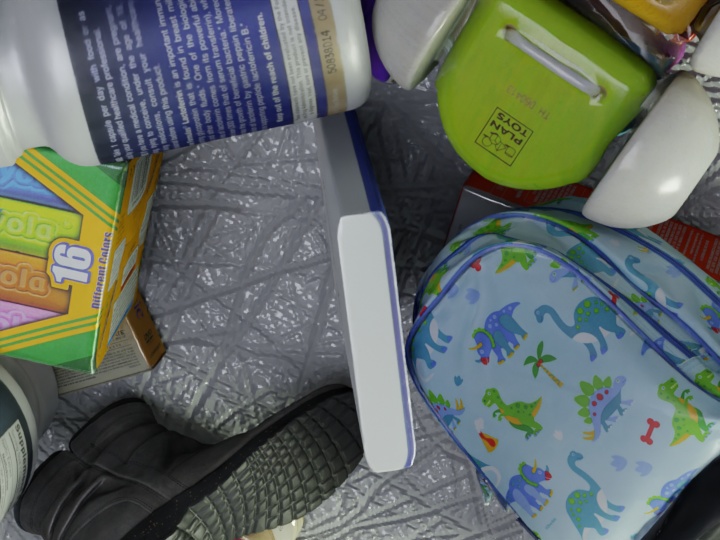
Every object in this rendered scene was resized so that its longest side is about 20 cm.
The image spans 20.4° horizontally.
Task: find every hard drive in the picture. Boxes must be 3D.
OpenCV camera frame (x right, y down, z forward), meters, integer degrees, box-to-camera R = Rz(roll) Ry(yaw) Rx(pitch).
[{"bbox_3d":[0.000,0.000,1.027,0.025,0.200,0.132,-8,111,-2],"label":"hard drive"}]

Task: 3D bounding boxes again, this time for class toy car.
[{"bbox_3d":[0.117,-0.133,0.962,0.175,0.150,0.200,34,113,4],"label":"toy car"}]

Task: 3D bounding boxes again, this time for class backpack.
[{"bbox_3d":[0.117,0.054,0.977,0.163,0.154,0.200,-50,60,35],"label":"backpack"}]

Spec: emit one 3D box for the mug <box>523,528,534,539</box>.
[{"bbox_3d":[0.185,0.192,1.093,0.153,0.149,0.187,-13,118,12],"label":"mug"}]

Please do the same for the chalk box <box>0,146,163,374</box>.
[{"bbox_3d":[-0.218,-0.038,1.076,0.200,0.125,0.124,12,109,2],"label":"chalk box"}]

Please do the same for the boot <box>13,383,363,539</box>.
[{"bbox_3d":[-0.100,0.107,1.162,0.132,0.200,0.070,38,155,46],"label":"boot"}]

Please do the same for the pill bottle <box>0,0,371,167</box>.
[{"bbox_3d":[-0.102,-0.114,0.965,0.200,0.116,0.116,-13,109,-4],"label":"pill bottle"}]

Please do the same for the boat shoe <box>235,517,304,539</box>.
[{"bbox_3d":[-0.105,0.210,1.218,0.074,0.069,0.200,31,117,2],"label":"boat shoe"}]

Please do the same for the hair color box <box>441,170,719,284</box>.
[{"bbox_3d":[0.139,0.022,1.070,0.200,0.061,0.102,22,117,8],"label":"hair color box"}]

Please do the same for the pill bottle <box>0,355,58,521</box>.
[{"bbox_3d":[-0.248,0.105,1.109,0.120,0.200,0.120,6,114,13],"label":"pill bottle"}]

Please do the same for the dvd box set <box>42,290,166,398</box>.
[{"bbox_3d":[-0.218,-0.016,1.178,0.146,0.029,0.200,-17,107,22],"label":"dvd box set"}]

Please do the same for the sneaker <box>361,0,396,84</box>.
[{"bbox_3d":[0.008,-0.198,1.019,0.099,0.070,0.200,16,114,19],"label":"sneaker"}]
